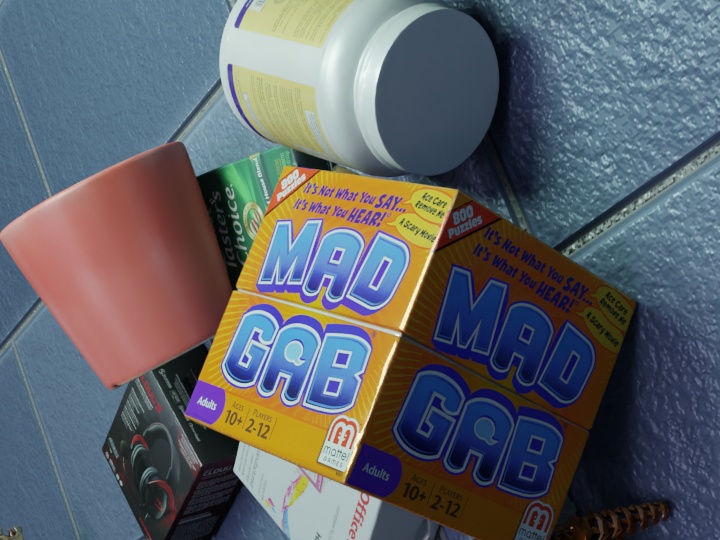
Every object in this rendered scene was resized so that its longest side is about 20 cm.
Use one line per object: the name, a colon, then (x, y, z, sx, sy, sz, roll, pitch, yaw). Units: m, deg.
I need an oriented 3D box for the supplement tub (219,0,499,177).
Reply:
supplement tub: (-0.003, -0.154, 1.174, 0.199, 0.144, 0.147, 23, 118, 48)

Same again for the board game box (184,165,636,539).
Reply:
board game box: (0.035, 0.063, 1.080, 0.199, 0.199, 0.202, 12, 78, 51)

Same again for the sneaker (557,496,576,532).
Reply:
sneaker: (0.136, 0.235, 1.168, 0.202, 0.076, 0.081, 68, 153, 15)

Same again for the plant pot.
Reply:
plant pot: (-0.213, 0.002, 1.411, 0.200, 0.200, 0.179, -26, 91, 53)

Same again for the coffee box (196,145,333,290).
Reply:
coffee box: (-0.088, -0.046, 1.408, 0.199, 0.044, 0.124, -10, 93, 55)

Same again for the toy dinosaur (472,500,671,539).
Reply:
toy dinosaur: (0.134, 0.233, 1.075, 0.200, 0.102, 0.136, -46, 63, 19)

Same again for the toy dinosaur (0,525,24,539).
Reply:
toy dinosaur: (-0.374, 0.409, 1.859, 0.200, 0.135, 0.086, 53, 137, 30)

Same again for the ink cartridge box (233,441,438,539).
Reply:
ink cartridge box: (-0.019, 0.178, 1.348, 0.200, 0.084, 0.146, 42, 131, 37)

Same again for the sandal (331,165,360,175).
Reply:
sandal: (0.000, 0.000, 1.240, 0.080, 0.054, 0.201, 26, 144, 22)

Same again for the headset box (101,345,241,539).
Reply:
headset box: (-0.191, 0.182, 1.591, 0.149, 0.074, 0.201, 57, 140, 26)
